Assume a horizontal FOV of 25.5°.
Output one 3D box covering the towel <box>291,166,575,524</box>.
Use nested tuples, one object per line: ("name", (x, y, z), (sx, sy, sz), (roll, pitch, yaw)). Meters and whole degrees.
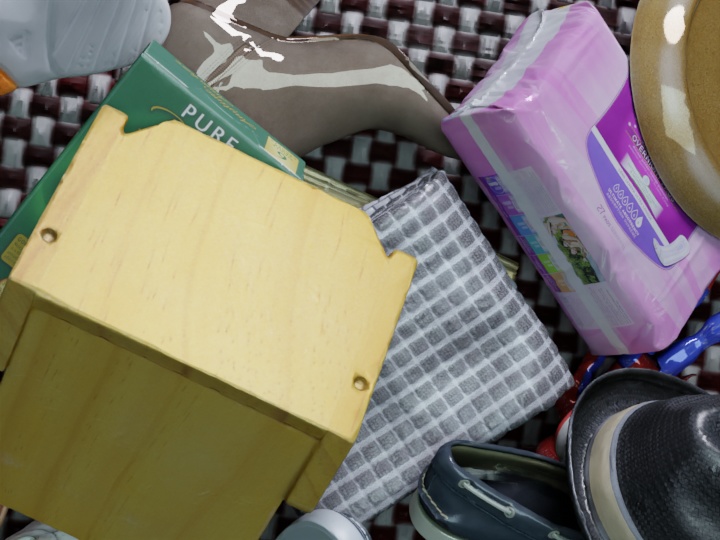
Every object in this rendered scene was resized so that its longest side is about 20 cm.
("towel", (0.009, 0.056, 0.983), (0.200, 0.086, 0.166), (-34, 100, 2))

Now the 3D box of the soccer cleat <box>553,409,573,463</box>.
("soccer cleat", (0.207, 0.124, 1.012), (0.200, 0.085, 0.069), (19, 108, -38))

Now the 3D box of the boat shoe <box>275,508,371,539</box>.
("boat shoe", (-0.006, 0.197, 0.965), (0.071, 0.201, 0.091), (38, 50, 26))

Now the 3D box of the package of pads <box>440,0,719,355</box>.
("package of pads", (0.146, -0.057, 0.999), (0.200, 0.076, 0.121), (53, 56, -21))

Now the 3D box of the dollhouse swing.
("dollhouse swing", (-0.105, 0.052, 0.920), (0.200, 0.176, 0.182), (25, 55, -6))

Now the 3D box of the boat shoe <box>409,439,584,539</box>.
("boat shoe", (0.130, 0.143, 0.943), (0.199, 0.075, 0.062), (17, 127, -8))

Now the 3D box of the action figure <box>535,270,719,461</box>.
("action figure", (0.192, 0.060, 1.059), (0.200, 0.052, 0.065), (-43, 95, -2))

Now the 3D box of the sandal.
("sandal", (-0.216, -0.146, 0.954), (0.206, 0.059, 0.079), (-6, 123, -2))

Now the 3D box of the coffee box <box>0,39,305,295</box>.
("coffee box", (-0.138, -0.023, 0.951), (0.123, 0.044, 0.200), (37, 107, -10))

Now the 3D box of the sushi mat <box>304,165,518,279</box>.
("sushi mat", (0.000, 0.000, 1.032), (0.200, 0.012, 0.096), (24, 89, -12))

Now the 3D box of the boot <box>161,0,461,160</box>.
("boot", (-0.042, -0.097, 0.990), (0.200, 0.070, 0.146), (43, 82, -2))

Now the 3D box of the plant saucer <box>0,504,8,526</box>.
("plant saucer", (-0.309, 0.112, 0.961), (0.200, 0.032, 0.201), (-1, 93, -13))

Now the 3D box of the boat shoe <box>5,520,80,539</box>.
("boat shoe", (-0.199, 0.196, 0.940), (0.200, 0.067, 0.074), (-28, 97, -17))

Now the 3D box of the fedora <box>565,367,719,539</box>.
("fedora", (0.215, 0.124, 0.907), (0.200, 0.092, 0.201), (22, 49, -28))

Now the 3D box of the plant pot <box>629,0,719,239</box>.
("plant pot", (0.252, -0.116, 1.028), (0.200, 0.027, 0.201), (7, 78, -38))
